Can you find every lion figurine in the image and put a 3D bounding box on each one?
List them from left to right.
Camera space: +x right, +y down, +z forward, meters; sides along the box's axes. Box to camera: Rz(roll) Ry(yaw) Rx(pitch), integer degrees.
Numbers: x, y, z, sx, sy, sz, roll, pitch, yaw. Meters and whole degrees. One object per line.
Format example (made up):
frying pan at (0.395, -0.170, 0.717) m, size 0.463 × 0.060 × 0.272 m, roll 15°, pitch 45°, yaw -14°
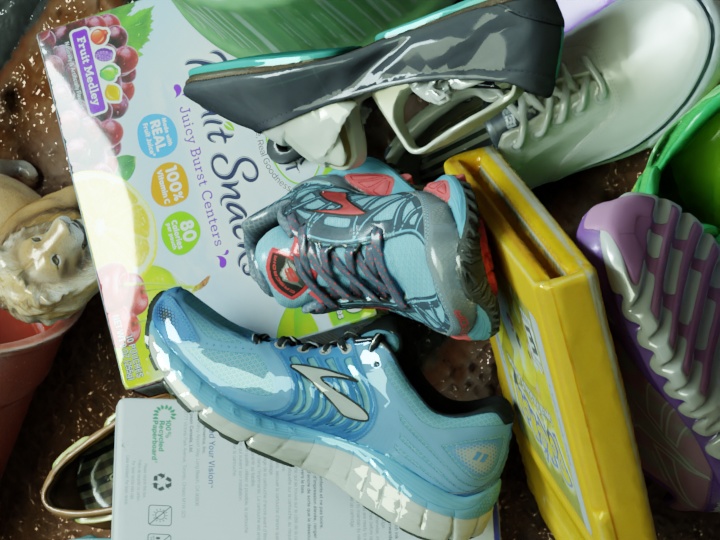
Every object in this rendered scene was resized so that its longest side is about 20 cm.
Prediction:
lion figurine at (-0.204, -0.035, 1.525) m, size 0.199 × 0.122 × 0.073 m, roll 25°, pitch 128°, yaw 34°

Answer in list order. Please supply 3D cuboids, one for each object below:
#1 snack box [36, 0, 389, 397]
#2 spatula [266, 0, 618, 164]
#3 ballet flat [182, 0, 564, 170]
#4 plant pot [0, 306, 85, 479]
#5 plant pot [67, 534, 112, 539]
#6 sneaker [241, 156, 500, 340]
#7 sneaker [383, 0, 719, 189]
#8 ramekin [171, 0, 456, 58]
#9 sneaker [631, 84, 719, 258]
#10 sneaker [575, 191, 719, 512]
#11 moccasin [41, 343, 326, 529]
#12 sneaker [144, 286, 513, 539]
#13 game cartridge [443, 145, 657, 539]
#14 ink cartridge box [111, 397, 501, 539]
snack box at (-0.077, -0.049, 1.440) m, size 0.142 × 0.053 × 0.201 m, roll -17°, pitch 79°, yaw 6°
spatula at (0.036, -0.109, 1.385) m, size 0.199 × 0.021 × 0.057 m, roll -29°, pitch 77°, yaw 9°
ballet flat at (0.007, -0.086, 1.318) m, size 0.199 × 0.073 × 0.073 m, roll -12°, pitch 88°, yaw 22°
plant pot at (-0.275, 0.072, 1.564) m, size 0.200 × 0.200 × 0.196 m, roll 34°, pitch 121°, yaw 28°
plant pot at (-0.103, 0.240, 1.459) m, size 0.199 × 0.200 × 0.189 m, roll -4°, pitch 79°, yaw 35°
sneaker at (0.000, 0.000, 1.295) m, size 0.200 × 0.095 × 0.080 m, roll -162°, pitch 57°, yaw -69°
sneaker at (0.096, -0.078, 1.345) m, size 0.200 × 0.071 × 0.073 m, roll -33°, pitch 76°, yaw 33°
ramekin at (-0.035, -0.207, 1.368) m, size 0.199 × 0.098 × 0.201 m, roll -4°, pitch 78°, yaw 20°
sneaker at (0.149, -0.024, 1.306) m, size 0.074 × 0.083 × 0.200 m, roll 43°, pitch 118°, yaw 23°
sneaker at (0.143, 0.050, 1.272) m, size 0.088 × 0.081 × 0.200 m, roll -8°, pitch 131°, yaw 37°
moccasin at (-0.092, 0.087, 1.491) m, size 0.201 × 0.078 × 0.074 m, roll -21°, pitch 80°, yaw 30°
sneaker at (-0.012, 0.053, 1.356) m, size 0.199 × 0.078 × 0.090 m, roll 26°, pitch 104°, yaw 2°
game cartridge at (0.093, 0.060, 1.287) m, size 0.176 × 0.032 × 0.201 m, roll -121°, pitch 16°, yaw -66°
ink cartridge box at (-0.028, 0.158, 1.377) m, size 0.043 × 0.199 × 0.197 m, roll 98°, pitch 173°, yaw -54°
